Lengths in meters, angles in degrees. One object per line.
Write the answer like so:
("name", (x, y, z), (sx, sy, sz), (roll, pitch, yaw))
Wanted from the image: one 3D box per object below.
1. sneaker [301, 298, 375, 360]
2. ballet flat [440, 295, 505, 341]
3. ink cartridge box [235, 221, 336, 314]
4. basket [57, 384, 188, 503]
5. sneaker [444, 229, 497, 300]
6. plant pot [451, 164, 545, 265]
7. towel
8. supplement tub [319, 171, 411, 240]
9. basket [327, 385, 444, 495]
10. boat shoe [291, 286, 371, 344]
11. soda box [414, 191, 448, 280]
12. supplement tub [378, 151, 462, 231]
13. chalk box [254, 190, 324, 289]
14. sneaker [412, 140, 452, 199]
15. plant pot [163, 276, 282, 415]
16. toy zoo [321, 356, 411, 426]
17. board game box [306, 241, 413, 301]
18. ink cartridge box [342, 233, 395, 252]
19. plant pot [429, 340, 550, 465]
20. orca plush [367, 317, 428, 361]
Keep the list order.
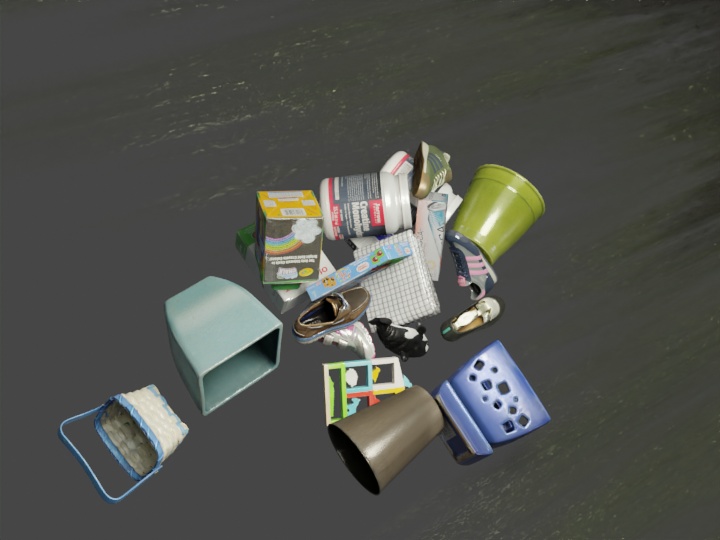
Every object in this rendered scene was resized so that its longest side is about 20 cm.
("sneaker", (-0.054, 0.140, 1.624), (0.200, 0.082, 0.088), (41, 62, 15))
("ballet flat", (0.277, 0.108, 1.732), (0.199, 0.068, 0.068), (-29, 74, -26))
("ink cartridge box", (-0.171, -0.024, 1.663), (0.145, 0.084, 0.201), (-29, 75, -24))
("basket", (-0.438, 0.321, 1.376), (0.177, 0.139, 0.200), (51, 32, 12))
("sneaker", (0.251, -0.009, 1.740), (0.082, 0.070, 0.200), (-51, 119, -15))
("plant pot", (0.316, -0.120, 1.798), (0.200, 0.201, 0.193), (36, 72, 4))
("towel", (0.080, 0.028, 1.658), (0.085, 0.165, 0.202), (14, 58, -61))
("supplement tub", (0.012, -0.148, 1.667), (0.198, 0.141, 0.142), (-6, 65, 4))
("basket", (0.062, 0.334, 1.514), (0.199, 0.137, 0.180), (-29, 47, -25))
("boat shoe", (-0.055, 0.087, 1.565), (0.199, 0.073, 0.072), (-33, 69, -26))
("soda box", (0.161, -0.079, 1.714), (0.068, 0.202, 0.064), (7, 27, 8))
("supplement tub", (0.134, -0.182, 1.793), (0.199, 0.141, 0.141), (37, 61, 4))
("chalk box", (-0.154, -0.052, 1.544), (0.124, 0.201, 0.124), (-2, 33, -16))
("sneaker", (0.173, -0.226, 1.699), (0.089, 0.067, 0.201), (19, 39, -9))
("plant pot", (-0.298, 0.134, 1.498), (0.195, 0.197, 0.200), (-33, 67, -26))
("toy zoo", (0.017, 0.258, 1.582), (0.198, 0.020, 0.133), (-3, 92, -17))
("board game box", (0.000, 0.000, 1.570), (0.037, 0.199, 0.151), (65, 24, 5))
("ink cartridge box", (0.019, -0.081, 1.770), (0.099, 0.039, 0.200), (-37, 77, -27))
("plant pot", (0.252, 0.296, 1.567), (0.179, 0.200, 0.201), (-29, 76, -19))
("orca plush", (0.097, 0.159, 1.603), (0.104, 0.200, 0.072), (-22, 56, 10))
